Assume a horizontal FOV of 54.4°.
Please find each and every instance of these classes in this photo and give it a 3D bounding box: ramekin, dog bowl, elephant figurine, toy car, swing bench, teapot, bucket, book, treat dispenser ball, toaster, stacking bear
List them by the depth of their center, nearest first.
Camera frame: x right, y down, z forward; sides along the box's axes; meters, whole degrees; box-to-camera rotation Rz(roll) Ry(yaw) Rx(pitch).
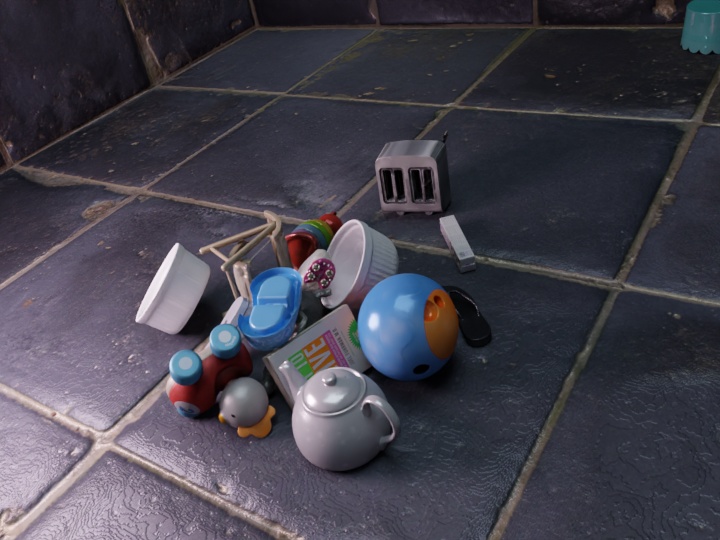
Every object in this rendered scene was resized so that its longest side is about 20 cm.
[{"bbox_3d":[-0.037,0.244,1.247,0.195,0.149,0.199,-13,34,-1],"label":"teapot"},{"bbox_3d":[-0.253,0.246,1.340,0.175,0.186,0.200,-33,67,-27],"label":"toy car"},{"bbox_3d":[0.092,0.108,1.347,0.196,0.204,0.203,-9,34,6],"label":"treat dispenser ball"},{"bbox_3d":[-0.077,0.176,1.380,0.198,0.135,0.048,-33,6,-26],"label":"book"},{"bbox_3d":[-0.174,0.077,1.396,0.109,0.050,0.202,-1,39,11],"label":"dog bowl"},{"bbox_3d":[-0.133,0.147,1.458,0.139,0.157,0.202,11,37,-24],"label":"elephant figurine"},{"bbox_3d":[0.000,0.000,1.547,0.103,0.203,0.201,18,23,-27],"label":"ramekin"},{"bbox_3d":[-0.234,0.006,1.607,0.198,0.202,0.129,-32,38,-26],"label":"swing bench"},{"bbox_3d":[-0.430,0.048,1.625,0.096,0.201,0.202,29,31,-19],"label":"ramekin"},{"bbox_3d":[-0.109,-0.080,1.781,0.111,0.124,0.200,15,32,24],"label":"stacking bear"},{"bbox_3d":[0.143,-0.252,1.853,0.177,0.204,0.119,2,31,20],"label":"toaster"},{"bbox_3d":[1.209,-0.845,2.402,0.202,0.137,0.209,-8,36,6],"label":"bucket"}]

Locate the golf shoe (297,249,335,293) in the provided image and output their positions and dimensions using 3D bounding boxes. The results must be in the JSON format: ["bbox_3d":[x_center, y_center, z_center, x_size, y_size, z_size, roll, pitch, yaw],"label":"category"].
[{"bbox_3d":[-0.124,0.037,1.577,0.201,0.075,0.092,-49,24,21],"label":"golf shoe"}]

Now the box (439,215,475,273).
[{"bbox_3d":[0.234,-0.067,1.698,0.040,0.039,0.201,-12,34,-2],"label":"box"}]

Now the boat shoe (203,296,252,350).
[{"bbox_3d":[-0.282,0.157,1.498,0.203,0.065,0.072,-61,26,-11],"label":"boat shoe"}]

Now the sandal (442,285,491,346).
[{"bbox_3d":[0.220,0.082,1.484,0.075,0.044,0.201,-21,35,-12],"label":"sandal"}]

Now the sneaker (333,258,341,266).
[{"bbox_3d":[-0.030,-0.019,1.698,0.198,0.080,0.090,-28,28,-30],"label":"sneaker"}]
